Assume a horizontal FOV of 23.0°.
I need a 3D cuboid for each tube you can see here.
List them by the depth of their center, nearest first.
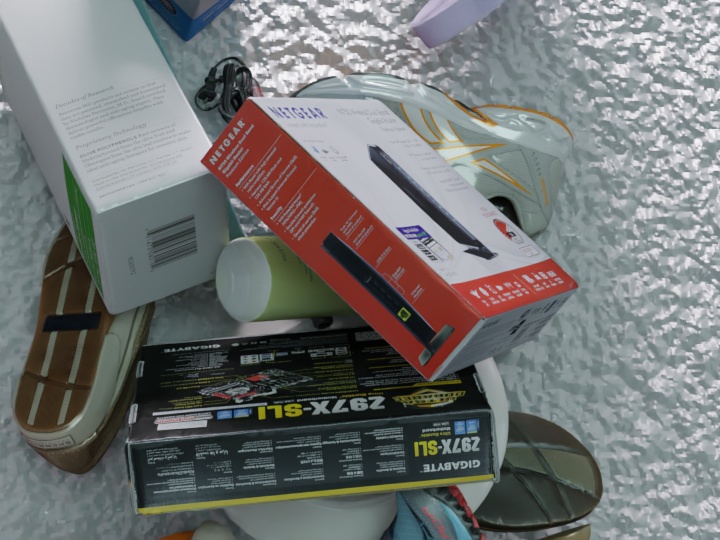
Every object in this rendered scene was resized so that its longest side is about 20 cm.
[{"bbox_3d":[0.000,0.000,1.109,0.200,0.052,0.058,-2,85,-44],"label":"tube"}]

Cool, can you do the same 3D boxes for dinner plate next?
[{"bbox_3d":[-0.007,0.088,1.108,0.200,0.024,0.200,-1,61,1],"label":"dinner plate"}]

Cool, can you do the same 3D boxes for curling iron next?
[{"bbox_3d":[-0.059,-0.051,1.152,0.050,0.026,0.200,-12,70,-30],"label":"curling iron"}]

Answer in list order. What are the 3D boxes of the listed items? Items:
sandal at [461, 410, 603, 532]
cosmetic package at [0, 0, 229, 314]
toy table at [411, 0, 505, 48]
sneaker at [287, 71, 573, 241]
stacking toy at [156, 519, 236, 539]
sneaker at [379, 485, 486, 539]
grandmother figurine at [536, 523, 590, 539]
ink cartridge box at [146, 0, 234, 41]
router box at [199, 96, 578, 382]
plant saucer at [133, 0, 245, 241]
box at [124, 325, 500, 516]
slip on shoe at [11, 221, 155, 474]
[{"bbox_3d":[0.052,0.143,1.124,0.200,0.055,0.082,-13,64,-2],"label":"sandal"},{"bbox_3d":[-0.154,-0.088,1.077,0.085,0.108,0.200,-22,56,-16],"label":"cosmetic package"},{"bbox_3d":[0.085,-0.256,1.188,0.117,0.184,0.200,52,57,-12],"label":"toy table"},{"bbox_3d":[0.043,-0.070,1.172,0.200,0.076,0.092,11,77,-9],"label":"sneaker"},{"bbox_3d":[-0.169,0.217,1.030,0.200,0.146,0.146,0,73,7],"label":"stacking toy"},{"bbox_3d":[0.030,0.199,1.035,0.095,0.200,0.079,-16,38,-11],"label":"sneaker"},{"bbox_3d":[0.139,0.266,1.096,0.121,0.061,0.200,-16,84,-32],"label":"grandmother figurine"},{"bbox_3d":[-0.112,-0.241,1.114,0.115,0.200,0.068,46,70,2],"label":"ink cartridge box"},{"bbox_3d":[0.023,-0.025,1.031,0.179,0.200,0.049,44,108,12],"label":"router box"},{"bbox_3d":[-0.117,-0.098,1.144,0.019,0.070,0.200,-22,80,-5],"label":"plant saucer"},{"bbox_3d":[-0.031,0.080,1.017,0.200,0.160,0.049,-5,109,-3],"label":"box"},{"bbox_3d":[-0.159,0.032,1.104,0.076,0.061,0.200,-3,54,17],"label":"slip on shoe"}]
